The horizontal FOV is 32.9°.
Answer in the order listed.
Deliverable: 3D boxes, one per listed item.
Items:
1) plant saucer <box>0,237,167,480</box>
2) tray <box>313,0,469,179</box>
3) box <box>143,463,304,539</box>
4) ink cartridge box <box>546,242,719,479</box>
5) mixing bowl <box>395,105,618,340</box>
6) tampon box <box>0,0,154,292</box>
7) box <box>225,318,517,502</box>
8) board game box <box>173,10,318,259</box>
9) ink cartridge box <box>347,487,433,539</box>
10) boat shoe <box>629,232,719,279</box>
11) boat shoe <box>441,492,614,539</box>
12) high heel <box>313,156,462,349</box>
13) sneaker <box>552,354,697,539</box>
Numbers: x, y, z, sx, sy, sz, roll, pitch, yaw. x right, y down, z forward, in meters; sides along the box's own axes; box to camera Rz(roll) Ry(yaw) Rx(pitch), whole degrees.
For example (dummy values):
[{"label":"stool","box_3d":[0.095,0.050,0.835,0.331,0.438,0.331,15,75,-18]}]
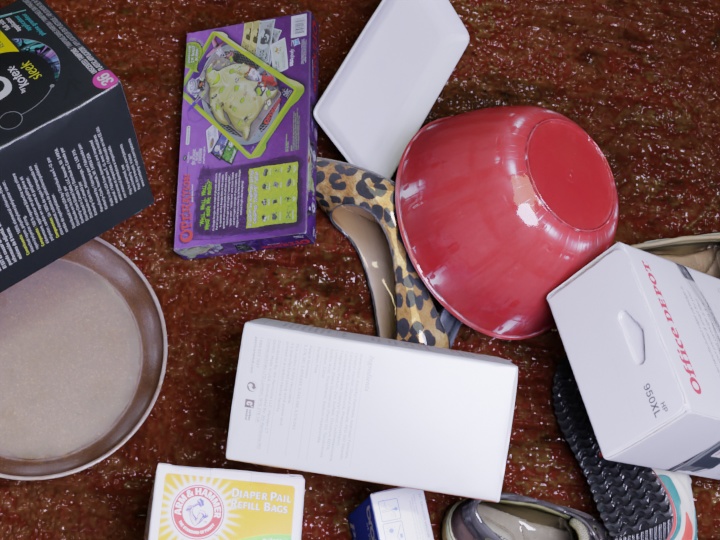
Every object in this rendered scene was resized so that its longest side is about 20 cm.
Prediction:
[{"label":"plant saucer","box_3d":[-0.249,0.064,0.942,0.197,0.035,0.204,4,68,-11]},{"label":"tray","box_3d":[0.026,-0.172,1.069,0.108,0.022,0.202,50,58,-35]},{"label":"box","box_3d":[-0.105,0.248,0.867,0.111,0.102,0.203,8,69,-10]},{"label":"ink cartridge box","box_3d":[0.253,0.077,0.955,0.198,0.084,0.146,16,47,-42]},{"label":"mixing bowl","box_3d":[0.138,-0.056,0.994,0.198,0.108,0.203,16,61,-31]},{"label":"tampon box","box_3d":[-0.283,-0.085,0.912,0.199,0.127,0.150,-32,53,-21]},{"label":"box","box_3d":[0.008,0.100,0.909,0.196,0.124,0.099,9,89,1]},{"label":"board game box","box_3d":[-0.093,-0.113,1.016,0.118,0.032,0.203,-4,69,14]},{"label":"ink cartridge box","box_3d":[0.037,0.268,0.896,0.043,0.094,0.203,-7,71,-14]},{"label":"boat shoe","box_3d":[0.300,0.005,1.066,0.197,0.063,0.074,-5,70,-14]},{"label":"boat shoe","box_3d":[0.162,0.224,0.954,0.197,0.065,0.074,15,64,-8]},{"label":"high heel","box_3d":[0.000,0.000,1.000,0.198,0.071,0.144,32,68,-2]},{"label":"sneaker","box_3d":[0.221,0.147,1.000,0.093,0.070,0.202,34,31,-43]}]
